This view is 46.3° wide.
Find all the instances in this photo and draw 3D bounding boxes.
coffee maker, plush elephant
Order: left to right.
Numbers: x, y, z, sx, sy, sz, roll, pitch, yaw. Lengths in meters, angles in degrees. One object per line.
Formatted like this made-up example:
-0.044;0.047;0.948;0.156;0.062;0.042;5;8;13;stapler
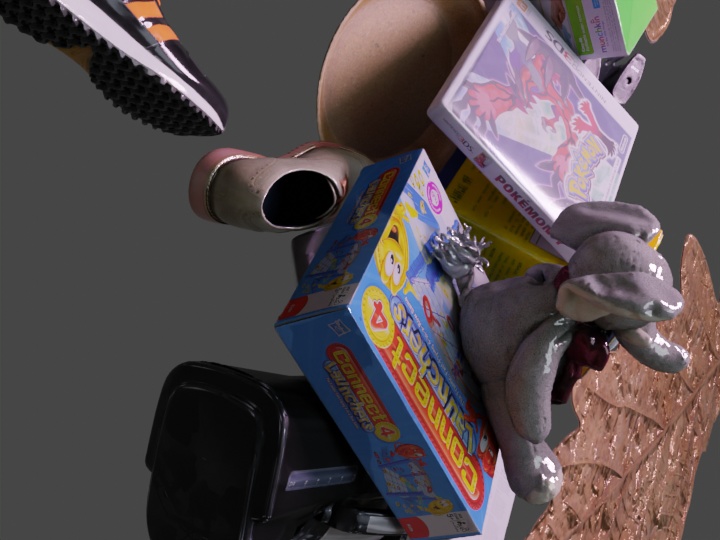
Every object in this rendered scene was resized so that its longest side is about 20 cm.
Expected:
-0.048;0.116;0.615;0.199;0.134;0.194;17;62;-55;coffee maker
0.158;0.034;0.597;0.201;0.154;0.165;61;32;-24;plush elephant

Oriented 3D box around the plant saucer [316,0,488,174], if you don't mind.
0.034;-0.165;0.736;0.199;0.035;0.202;-22;128;-31;plant saucer

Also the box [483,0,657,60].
0.158;-0.299;0.780;0.097;0.175;0.201;-50;128;-35;box

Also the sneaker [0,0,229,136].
-0.140;-0.159;0.504;0.200;0.069;0.091;36;66;-48;sneaker

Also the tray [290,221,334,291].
0.000;0.000;0.757;0.199;0.022;0.109;-26;112;-52;tray

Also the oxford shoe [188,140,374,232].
-0.036;-0.056;0.646;0.199;0.073;0.072;-16;120;-51;oxford shoe

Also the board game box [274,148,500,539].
0.041;0.049;0.604;0.201;0.055;0.196;60;32;-25;board game box

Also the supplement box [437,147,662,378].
0.148;-0.016;0.760;0.109;0.199;0.110;-53;168;-39;supplement box

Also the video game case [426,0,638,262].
0.156;-0.128;0.716;0.182;0.023;0.201;43;49;-14;video game case

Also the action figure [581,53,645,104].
0.219;-0.210;0.934;0.129;0.200;0.070;13;97;-22;action figure

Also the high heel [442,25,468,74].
0.061;-0.244;0.809;0.200;0.067;0.097;53;28;-37;high heel

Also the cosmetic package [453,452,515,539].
0.106;0.216;0.894;0.200;0.051;0.152;51;54;-43;cosmetic package

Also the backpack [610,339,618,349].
0.232;0.036;0.921;0.167;0.126;0.200;-52;171;-10;backpack
